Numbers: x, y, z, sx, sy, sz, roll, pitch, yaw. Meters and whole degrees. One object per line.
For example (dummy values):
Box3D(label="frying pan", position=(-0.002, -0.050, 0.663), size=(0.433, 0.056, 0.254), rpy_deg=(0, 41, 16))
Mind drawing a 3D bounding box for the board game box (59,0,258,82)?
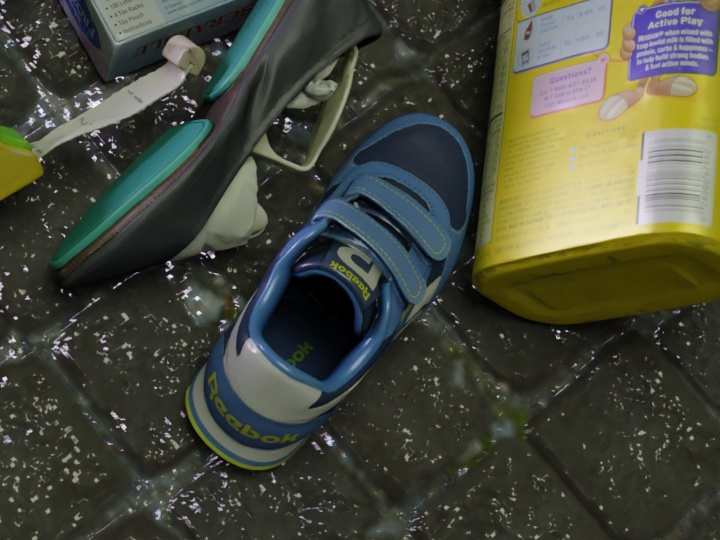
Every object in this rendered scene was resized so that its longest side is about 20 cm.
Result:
Box3D(label="board game box", position=(-0.084, -0.217, 1.011), size=(0.199, 0.041, 0.201), rpy_deg=(-24, 77, -24))

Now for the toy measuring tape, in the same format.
Box3D(label="toy measuring tape", position=(-0.165, -0.071, 0.895), size=(0.199, 0.074, 0.074), rpy_deg=(-32, 80, -14))

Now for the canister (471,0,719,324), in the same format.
Box3D(label="canister", position=(0.127, -0.085, 0.966), size=(0.086, 0.148, 0.202), rpy_deg=(29, 60, -43))

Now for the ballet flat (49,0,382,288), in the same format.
Box3D(label="ballet flat", position=(-0.057, -0.056, 0.933), size=(0.073, 0.073, 0.201), rpy_deg=(37, 74, 0))

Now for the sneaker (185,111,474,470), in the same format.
Box3D(label="sneaker", position=(0.000, 0.000, 0.925), size=(0.074, 0.082, 0.201), rpy_deg=(33, 61, 0))
